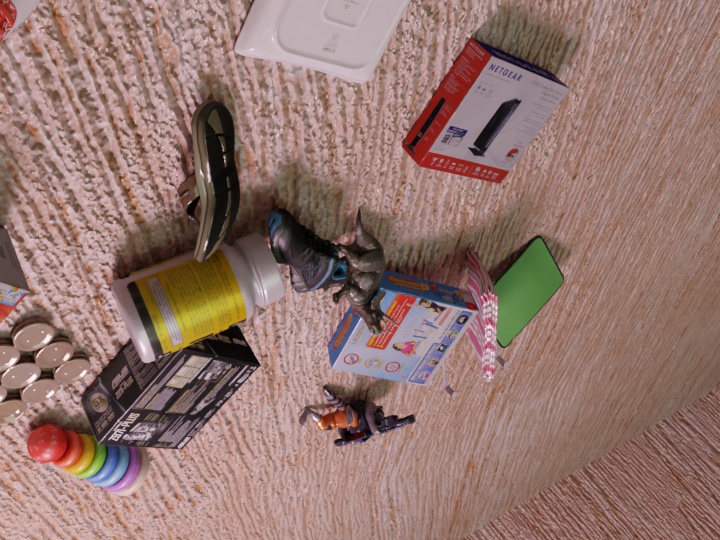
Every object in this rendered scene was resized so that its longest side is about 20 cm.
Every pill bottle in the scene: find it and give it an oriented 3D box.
[{"bbox_3d":[-0.208,0.030,0.992,0.200,0.114,0.114,-23,145,-19],"label":"pill bottle"}]

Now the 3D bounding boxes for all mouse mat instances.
[{"bbox_3d":[0.320,0.046,1.522,0.200,0.008,0.161,-46,130,-7],"label":"mouse mat"}]

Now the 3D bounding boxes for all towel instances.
[{"bbox_3d":[0.212,0.081,1.381,0.030,0.147,0.201,-6,123,-4],"label":"towel"}]

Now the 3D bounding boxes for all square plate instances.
[{"bbox_3d":[-0.016,-0.301,0.838,0.200,0.028,0.198,1,131,-43],"label":"square plate"}]

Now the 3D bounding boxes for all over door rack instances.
[{"bbox_3d":[0.212,0.141,1.547,0.147,0.067,0.200,-27,125,-15],"label":"over door rack"}]

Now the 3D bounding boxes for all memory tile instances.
[{"bbox_3d":[-0.464,0.145,0.990,0.200,0.017,0.153,-32,147,-8],"label":"memory tile"}]

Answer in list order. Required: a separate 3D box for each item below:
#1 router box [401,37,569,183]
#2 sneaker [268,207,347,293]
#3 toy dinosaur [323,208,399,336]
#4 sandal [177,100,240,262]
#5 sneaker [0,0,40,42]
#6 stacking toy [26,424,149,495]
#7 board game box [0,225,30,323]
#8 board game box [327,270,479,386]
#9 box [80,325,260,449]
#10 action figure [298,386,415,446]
[{"bbox_3d":[0.181,-0.221,1.099,0.200,0.049,0.180,3,130,-45],"label":"router box"},{"bbox_3d":[-0.073,-0.033,1.061,0.082,0.073,0.200,-6,157,10],"label":"sneaker"},{"bbox_3d":[0.000,0.000,1.184,0.102,0.077,0.201,-4,102,-24],"label":"toy dinosaur"},{"bbox_3d":[-0.184,-0.106,0.903,0.080,0.057,0.202,-54,153,-56],"label":"sandal"},{"bbox_3d":[-0.327,-0.180,0.627,0.201,0.108,0.067,-35,147,-2],"label":"sneaker"},{"bbox_3d":[-0.412,0.278,1.152,0.085,0.085,0.200,-39,142,5],"label":"stacking toy"},{"bbox_3d":[-0.456,0.041,0.786,0.200,0.105,0.103,-45,146,11],"label":"board game box"},{"bbox_3d":[0.071,0.103,1.332,0.195,0.056,0.200,14,125,-23],"label":"board game box"},{"bbox_3d":[-0.277,0.163,1.120,0.200,0.086,0.164,-47,146,15],"label":"box"},{"bbox_3d":[0.002,0.283,1.518,0.200,0.105,0.193,-22,159,24],"label":"action figure"}]
